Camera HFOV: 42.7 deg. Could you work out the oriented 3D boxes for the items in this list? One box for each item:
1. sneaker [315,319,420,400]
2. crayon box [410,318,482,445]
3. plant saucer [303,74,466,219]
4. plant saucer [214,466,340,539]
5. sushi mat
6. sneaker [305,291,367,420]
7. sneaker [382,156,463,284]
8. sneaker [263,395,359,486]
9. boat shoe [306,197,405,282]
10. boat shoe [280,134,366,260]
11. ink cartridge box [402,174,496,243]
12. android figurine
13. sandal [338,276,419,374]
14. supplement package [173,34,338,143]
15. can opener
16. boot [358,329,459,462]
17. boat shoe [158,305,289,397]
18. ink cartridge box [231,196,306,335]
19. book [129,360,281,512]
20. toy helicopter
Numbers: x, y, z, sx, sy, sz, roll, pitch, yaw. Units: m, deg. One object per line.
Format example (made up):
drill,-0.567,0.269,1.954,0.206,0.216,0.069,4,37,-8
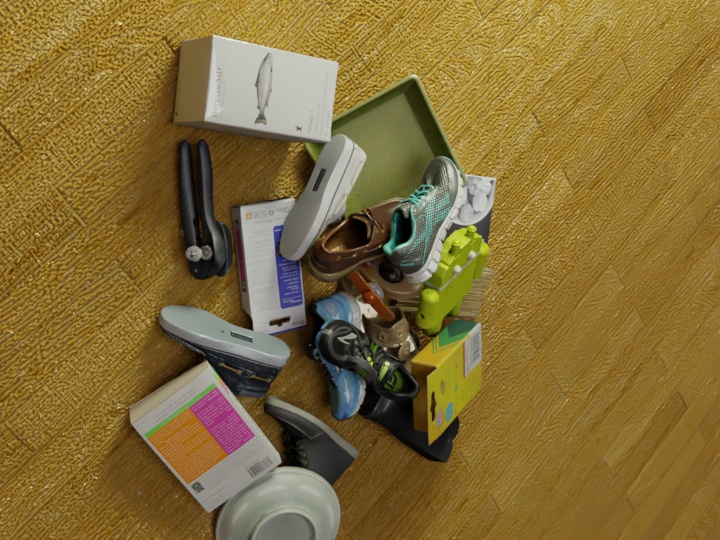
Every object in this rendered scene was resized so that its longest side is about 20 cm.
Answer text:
sneaker,0.016,0.135,1.388,0.199,0.082,0.071,38,71,-27
crayon box,0.135,0.176,1.493,0.200,0.050,0.128,-35,128,-53
plant saucer,0.037,-0.177,1.433,0.199,0.048,0.200,-27,114,4
plant saucer,-0.120,0.399,1.407,0.199,0.050,0.202,-6,111,-17
sushi mat,0.143,0.031,1.571,0.199,0.012,0.096,7,111,-38
sneaker,-0.049,0.137,1.443,0.089,0.078,0.202,-8,95,-31
sneaker,0.090,-0.086,1.367,0.091,0.077,0.201,31,69,-42
sneaker,-0.092,0.280,1.431,0.200,0.075,0.107,42,74,-32
boat shoe,0.008,-0.055,1.371,0.200,0.068,0.072,-33,70,-30
boat shoe,-0.052,-0.101,1.370,0.066,0.072,0.201,29,80,-39
ink cartridge box,0.134,-0.068,1.555,0.197,0.043,0.202,3,97,-34
android figurine,0.147,0.014,1.484,0.182,0.041,0.201,-39,151,-40
sandal,0.036,0.082,1.449,0.077,0.070,0.213,-31,91,-18
supplement package,-0.147,-0.249,1.293,0.199,0.117,0.118,4,95,-34
can opener,-0.229,-0.085,1.306,0.063,0.079,0.202,-9,101,7
boot,0.104,0.216,1.560,0.200,0.065,0.166,36,79,-31
boat shoe,-0.208,0.124,1.335,0.199,0.071,0.091,22,114,-17
ink cartridge box,-0.136,-0.005,1.385,0.094,0.037,0.202,-12,101,-33
book,-0.220,0.242,1.331,0.133,0.048,0.201,-33,117,-3
toy helicopter,0.000,0.000,1.419,0.198,0.079,0.133,14,53,-7
